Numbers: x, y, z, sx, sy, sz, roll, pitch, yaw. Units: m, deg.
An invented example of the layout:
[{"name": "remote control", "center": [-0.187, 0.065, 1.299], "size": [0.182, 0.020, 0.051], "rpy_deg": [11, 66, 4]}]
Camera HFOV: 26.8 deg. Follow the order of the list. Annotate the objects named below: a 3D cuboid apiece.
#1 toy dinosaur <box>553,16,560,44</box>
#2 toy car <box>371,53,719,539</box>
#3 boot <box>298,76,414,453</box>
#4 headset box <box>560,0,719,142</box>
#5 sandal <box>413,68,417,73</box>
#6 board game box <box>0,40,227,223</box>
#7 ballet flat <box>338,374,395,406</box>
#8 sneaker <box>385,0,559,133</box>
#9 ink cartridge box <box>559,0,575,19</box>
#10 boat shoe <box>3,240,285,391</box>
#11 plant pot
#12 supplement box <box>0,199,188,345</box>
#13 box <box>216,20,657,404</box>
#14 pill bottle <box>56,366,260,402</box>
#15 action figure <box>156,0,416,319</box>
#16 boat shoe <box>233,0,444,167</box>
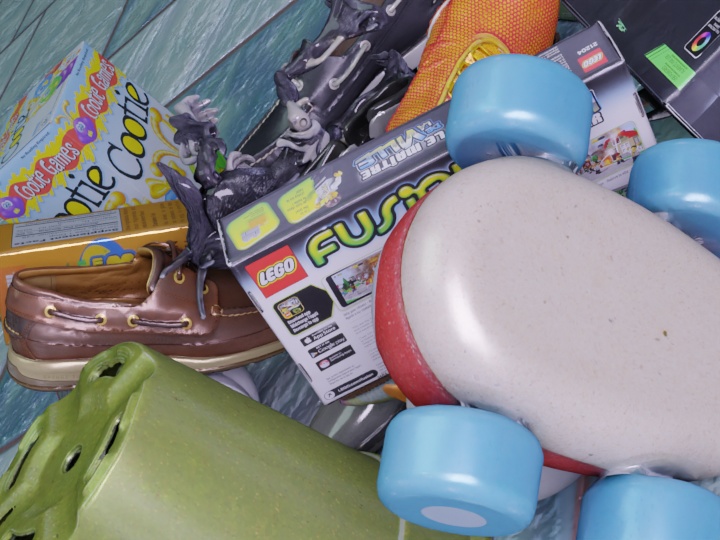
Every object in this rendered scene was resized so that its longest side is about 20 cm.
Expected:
[{"name": "toy dinosaur", "center": [0.079, -0.115, 0.934], "size": [0.135, 0.101, 0.203], "rpy_deg": [-172, 80, -68]}, {"name": "toy car", "center": [0.061, 0.044, 0.664], "size": [0.200, 0.175, 0.186], "rpy_deg": [-35, 38, 58]}, {"name": "boot", "center": [0.000, 0.000, 0.851], "size": [0.201, 0.130, 0.068], "rpy_deg": [-55, 24, -6]}, {"name": "headset box", "center": [0.206, -0.144, 0.730], "size": [0.200, 0.092, 0.175], "rpy_deg": [-47, 24, 14]}, {"name": "sandal", "center": [0.063, -0.144, 1.040], "size": [0.076, 0.043, 0.202], "rpy_deg": [-31, 32, 39]}, {"name": "board game box", "center": [-0.174, -0.056, 1.148], "size": [0.103, 0.199, 0.106], "rpy_deg": [-34, 30, 33]}, {"name": "ballet flat", "center": [0.069, 0.006, 0.795], "size": [0.201, 0.071, 0.069], "rpy_deg": [-51, 31, 3]}, {"name": "sneaker", "center": [0.050, -0.075, 0.786], "size": [0.201, 0.073, 0.077], "rpy_deg": [-60, 17, -4]}, {"name": "ink cartridge box", "center": [0.186, -0.253, 0.966], "size": [0.201, 0.048, 0.145], "rpy_deg": [-55, 25, -5]}, {"name": "boat shoe", "center": [-0.112, 0.019, 0.892], "size": [0.072, 0.197, 0.068], "rpy_deg": [-125, 30, -61]}, {"name": "plant pot", "center": [-0.072, 0.136, 0.724], "size": [0.200, 0.189, 0.201], "rpy_deg": [-40, 27, 25]}, {"name": "supplement box", "center": [-0.133, -0.004, 0.966], "size": [0.197, 0.067, 0.069], "rpy_deg": [-9, 20, -7]}, {"name": "box", "center": [0.045, -0.022, 0.709], "size": [0.198, 0.110, 0.035], "rpy_deg": [-26, 41, 6]}, {"name": "pill bottle", "center": [-0.129, 0.087, 0.980], "size": [0.116, 0.116, 0.200], "rpy_deg": [-52, 25, -2]}, {"name": "action figure", "center": [-0.050, -0.063, 0.887], "size": [0.200, 0.119, 0.102], "rpy_deg": [-49, 20, -12]}, {"name": "boat shoe", "center": [-0.019, -0.135, 1.019], "size": [0.200, 0.060, 0.074], "rpy_deg": [-41, 32, -4]}]
